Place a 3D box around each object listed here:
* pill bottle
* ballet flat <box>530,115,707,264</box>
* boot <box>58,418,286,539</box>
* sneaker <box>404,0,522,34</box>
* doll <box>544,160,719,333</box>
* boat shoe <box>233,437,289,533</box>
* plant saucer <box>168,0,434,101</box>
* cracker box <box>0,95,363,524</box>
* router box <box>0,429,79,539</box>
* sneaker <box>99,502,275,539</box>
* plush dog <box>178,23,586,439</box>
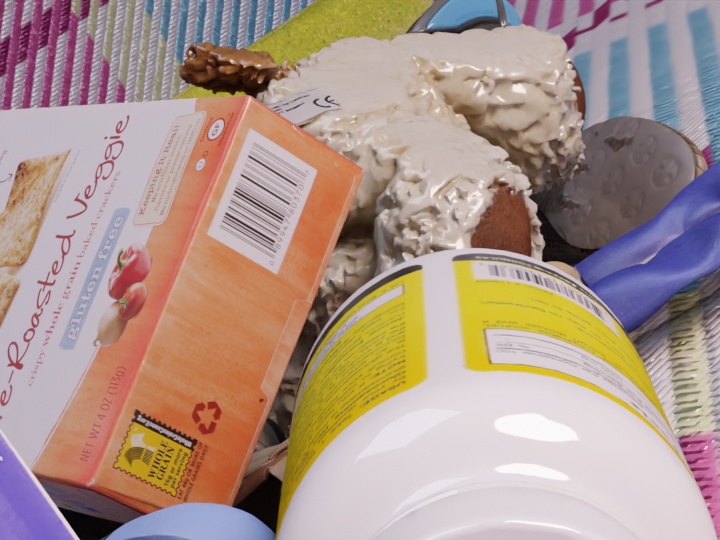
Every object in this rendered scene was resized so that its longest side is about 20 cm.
[{"bbox_3d":[0.033,0.070,0.525,0.112,0.113,0.200,-32,11,8],"label":"pill bottle"},{"bbox_3d":[0.100,-0.027,0.919,0.200,0.046,0.068,-9,57,61],"label":"ballet flat"},{"bbox_3d":[-0.138,0.100,0.804,0.198,0.074,0.151,14,33,9],"label":"boot"},{"bbox_3d":[0.015,-0.044,0.962,0.201,0.073,0.082,-66,21,-6],"label":"sneaker"},{"bbox_3d":[0.163,-0.035,0.759,0.199,0.049,0.137,-32,12,11],"label":"doll"},{"bbox_3d":[0.006,0.077,0.678,0.200,0.076,0.072,-39,2,30],"label":"boat shoe"},{"bbox_3d":[-0.041,-0.055,1.037,0.200,0.048,0.200,-38,-15,-32],"label":"plant saucer"},{"bbox_3d":[-0.099,0.012,0.703,0.199,0.057,0.135,2,67,53],"label":"cracker box"},{"bbox_3d":[-0.078,0.110,0.452,0.049,0.201,0.179,-38,13,-22],"label":"router box"},{"bbox_3d":[-0.064,0.116,0.630,0.078,0.070,0.200,-40,-5,-43],"label":"sneaker"},{"bbox_3d":[0.000,0.000,0.809,0.159,0.173,0.200,10,30,9],"label":"plush dog"}]
